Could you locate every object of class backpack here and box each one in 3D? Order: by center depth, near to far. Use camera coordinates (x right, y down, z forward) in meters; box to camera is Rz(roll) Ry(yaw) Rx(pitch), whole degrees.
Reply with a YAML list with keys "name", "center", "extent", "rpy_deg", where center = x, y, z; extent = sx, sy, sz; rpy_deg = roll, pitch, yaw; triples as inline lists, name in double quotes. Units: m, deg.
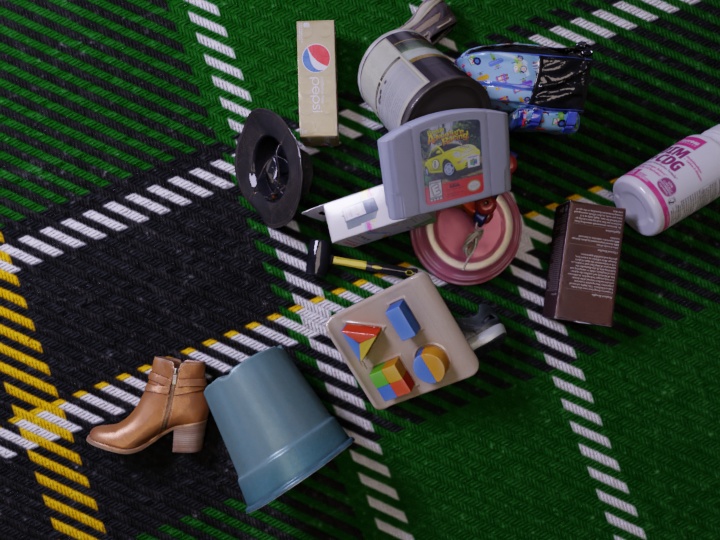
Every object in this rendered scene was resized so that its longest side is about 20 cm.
- name: "backpack"
  center: [0.250, -0.297, 0.899]
  extent: [0.197, 0.183, 0.136]
  rpy_deg: [3, 103, -2]

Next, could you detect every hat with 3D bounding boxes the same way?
- name: "hat"
  center: [-0.132, -0.177, 0.939]
  extent: [0.080, 0.200, 0.203]
  rpy_deg: [-15, 87, -40]

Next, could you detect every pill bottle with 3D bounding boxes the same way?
- name: "pill bottle"
  center: [0.543, -0.155, 0.926]
  extent: [0.199, 0.113, 0.114]
  rpy_deg: [-31, 88, -1]

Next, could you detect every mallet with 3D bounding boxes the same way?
- name: "mallet"
  center: [0.000, 0.000, 0.965]
  extent: [0.198, 0.041, 0.067]
  rpy_deg: [17, 88, -3]

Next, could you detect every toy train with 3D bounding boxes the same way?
- name: "toy train"
  center: [0.164, -0.115, 0.898]
  extent: [0.115, 0.085, 0.202]
  rpy_deg: [28, 88, 12]

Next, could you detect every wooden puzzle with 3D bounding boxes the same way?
- name: "wooden puzzle"
  center: [0.061, 0.124, 0.878]
  extent: [0.199, 0.046, 0.186]
  rpy_deg: [-28, 99, 24]

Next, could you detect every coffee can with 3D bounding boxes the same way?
- name: "coffee can"
  center: [0.094, -0.274, 0.870]
  extent: [0.145, 0.147, 0.201]
  rpy_deg: [-27, 47, -1]

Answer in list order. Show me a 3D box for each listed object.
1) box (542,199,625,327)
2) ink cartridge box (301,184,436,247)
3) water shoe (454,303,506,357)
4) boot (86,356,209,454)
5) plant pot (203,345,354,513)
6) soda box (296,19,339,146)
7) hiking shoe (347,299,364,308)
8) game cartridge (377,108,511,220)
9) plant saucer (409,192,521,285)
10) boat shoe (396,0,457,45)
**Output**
- name: "box"
  center: [0.382, -0.010, 0.943]
  extent: [0.099, 0.075, 0.203]
  rpy_deg: [9, 86, 0]
- name: "ink cartridge box"
  center: [0.016, -0.088, 0.904]
  extent: [0.198, 0.117, 0.068]
  rpy_deg: [-16, 84, 16]
- name: "water shoe"
  center: [0.151, 0.127, 0.952]
  extent: [0.198, 0.072, 0.080]
  rpy_deg: [-24, 59, 3]
- name: "boot"
  center: [-0.359, 0.226, 0.941]
  extent: [0.197, 0.074, 0.157]
  rpy_deg: [3, 89, -12]
- name: "plant pot"
  center: [-0.142, 0.242, 0.886]
  extent: [0.199, 0.200, 0.197]
  rpy_deg: [-32, 80, -1]
- name: "soda box"
  center: [-0.074, -0.324, 0.962]
  extent: [0.067, 0.064, 0.203]
  rpy_deg: [-2, 87, 0]
- name: "hiking shoe"
  center: [0.041, 0.076, 0.934]
  extent: [0.198, 0.087, 0.075]
  rpy_deg: [-21, 88, 0]
- name: "game cartridge"
  center: [0.125, -0.159, 0.790]
  extent: [0.198, 0.041, 0.135]
  rpy_deg: [-16, 110, -13]
- name: "plant saucer"
  center: [0.185, -0.076, 0.957]
  extent: [0.198, 0.051, 0.204]
  rpy_deg: [0, 87, 0]
- name: "boat shoe"
  center: [0.094, -0.389, 0.958]
  extent: [0.073, 0.074, 0.200]
  rpy_deg: [40, 90, 2]
